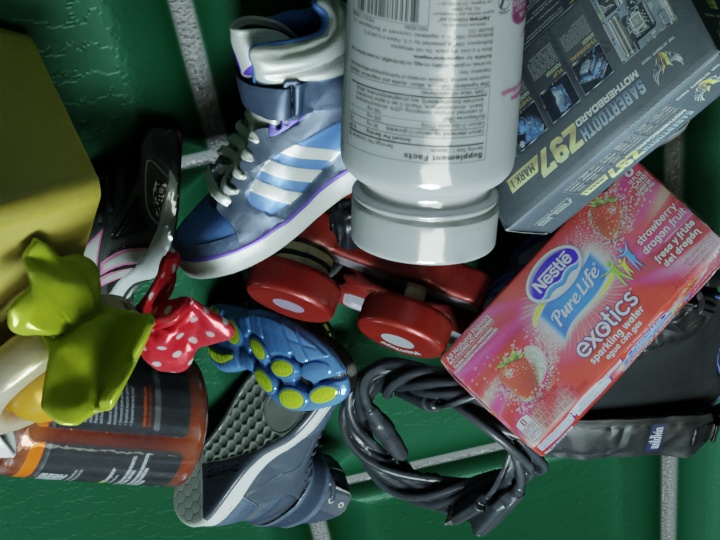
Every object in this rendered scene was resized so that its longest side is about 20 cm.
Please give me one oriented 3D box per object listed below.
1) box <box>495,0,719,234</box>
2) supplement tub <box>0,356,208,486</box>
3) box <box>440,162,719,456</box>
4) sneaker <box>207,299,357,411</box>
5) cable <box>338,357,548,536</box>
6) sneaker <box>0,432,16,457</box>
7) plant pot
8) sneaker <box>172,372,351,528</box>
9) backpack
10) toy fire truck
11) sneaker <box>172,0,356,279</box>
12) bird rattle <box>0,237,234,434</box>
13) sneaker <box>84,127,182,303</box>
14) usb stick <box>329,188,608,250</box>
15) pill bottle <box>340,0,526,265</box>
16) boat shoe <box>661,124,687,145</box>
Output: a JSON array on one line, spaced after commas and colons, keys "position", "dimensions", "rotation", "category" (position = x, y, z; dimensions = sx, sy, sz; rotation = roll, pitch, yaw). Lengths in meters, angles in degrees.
[{"position": [0.141, -0.142, 1.450], "dimensions": [0.051, 0.158, 0.200], "rotation": [3, 144, -46], "category": "box"}, {"position": [-0.224, 0.108, 1.732], "dimensions": [0.199, 0.108, 0.107], "rotation": [7, 141, -27], "category": "supplement tub"}, {"position": [0.160, 0.027, 1.604], "dimensions": [0.200, 0.095, 0.100], "rotation": [-47, 168, 1], "category": "box"}, {"position": [-0.050, 0.053, 1.682], "dimensions": [0.082, 0.199, 0.071], "rotation": [-13, 103, -22], "category": "sneaker"}, {"position": [0.064, 0.124, 1.747], "dimensions": [0.163, 0.051, 0.200], "rotation": [38, 149, 5], "category": "cable"}, {"position": [-0.255, 0.044, 1.607], "dimensions": [0.088, 0.075, 0.201], "rotation": [17, 116, -2], "category": "sneaker"}, {"position": [-0.276, -0.046, 1.431], "dimensions": [0.175, 0.201, 0.200], "rotation": [-12, 149, -27], "category": "plant pot"}, {"position": [-0.046, 0.140, 1.873], "dimensions": [0.146, 0.077, 0.202], "rotation": [12, 131, -45], "category": "sneaker"}, {"position": [0.179, 0.049, 1.747], "dimensions": [0.189, 0.155, 0.201], "rotation": [-18, 139, -5], "category": "backpack"}, {"position": [0.000, 0.000, 1.639], "dimensions": [0.199, 0.113, 0.168], "rotation": [18, 163, 2], "category": "toy fire truck"}, {"position": [-0.069, -0.099, 1.491], "dimensions": [0.199, 0.081, 0.147], "rotation": [-32, 124, 7], "category": "sneaker"}, {"position": [-0.186, 0.046, 1.451], "dimensions": [0.163, 0.113, 0.200], "rotation": [-35, 177, 12], "category": "bird rattle"}, {"position": [-0.186, -0.023, 1.589], "dimensions": [0.086, 0.081, 0.200], "rotation": [14, 132, -19], "category": "sneaker"}, {"position": [0.076, -0.051, 1.536], "dimensions": [0.198, 0.033, 0.055], "rotation": [-12, 165, -4], "category": "usb stick"}, {"position": [0.044, -0.113, 1.415], "dimensions": [0.112, 0.113, 0.201], "rotation": [-3, 112, -15], "category": "pill bottle"}, {"position": [0.135, -0.092, 1.598], "dimensions": [0.198, 0.074, 0.068], "rotation": [-14, 155, -10], "category": "boat shoe"}]
